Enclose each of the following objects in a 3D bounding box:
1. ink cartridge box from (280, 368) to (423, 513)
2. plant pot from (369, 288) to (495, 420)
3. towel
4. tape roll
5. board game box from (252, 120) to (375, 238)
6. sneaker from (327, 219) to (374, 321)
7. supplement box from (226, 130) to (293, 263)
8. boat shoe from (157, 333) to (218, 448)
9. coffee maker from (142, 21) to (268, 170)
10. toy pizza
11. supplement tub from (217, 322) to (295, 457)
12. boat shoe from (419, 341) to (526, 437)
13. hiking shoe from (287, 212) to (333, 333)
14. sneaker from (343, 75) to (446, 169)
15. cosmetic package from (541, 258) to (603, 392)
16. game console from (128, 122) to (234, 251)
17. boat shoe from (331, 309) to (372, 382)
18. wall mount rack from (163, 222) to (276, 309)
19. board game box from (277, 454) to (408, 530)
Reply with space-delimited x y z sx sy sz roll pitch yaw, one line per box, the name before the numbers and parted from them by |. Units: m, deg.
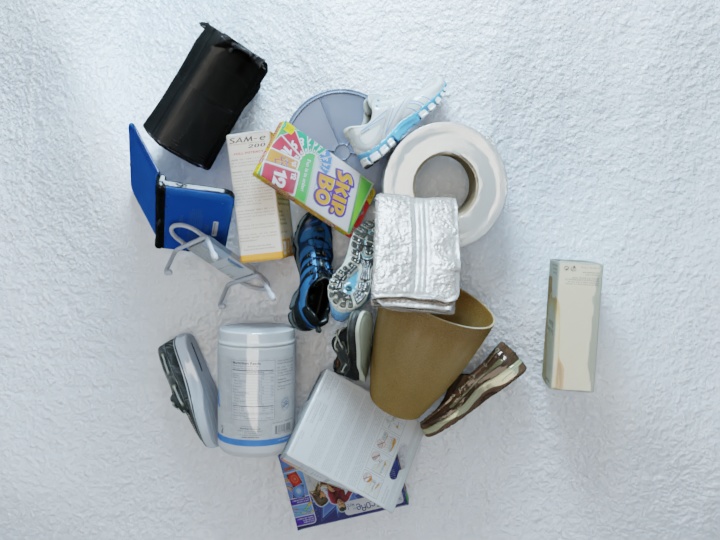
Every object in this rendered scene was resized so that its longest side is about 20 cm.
ink cartridge box | -0.010 0.278 1.226 0.199 0.050 0.163 32 61 -9
plant pot | 0.093 0.130 1.198 0.185 0.186 0.202 22 108 3
towel | 0.081 -0.030 1.115 0.131 0.035 0.202 4 60 -3
tape roll | 0.133 -0.137 1.207 0.200 0.071 0.205 0 97 -1
board game box | -0.064 -0.139 1.178 0.199 0.030 0.096 33 76 -28
sneaker | 0.000 0.000 1.212 0.078 0.090 0.201 31 56 8
supplement box | -0.158 -0.118 1.217 0.073 0.126 0.202 -6 94 4
boat shoe | -0.291 0.211 1.286 0.070 0.072 0.202 -21 82 15
coffee maker | -0.248 -0.274 1.183 0.134 0.192 0.201 31 97 -12
toy pizza | -0.031 -0.196 1.238 0.198 0.032 0.203 -1 99 -6
supplement tub | -0.171 0.194 1.237 0.130 0.132 0.203 1 93 5
boat shoe | 0.174 0.193 1.242 0.201 0.075 0.075 -35 80 -2
hiking shoe | -0.066 0.000 1.222 0.074 0.086 0.203 5 85 -31
sneaker | 0.054 -0.257 1.189 0.200 0.075 0.087 -44 100 -17
cosmetic package | 0.337 0.085 1.200 0.070 0.105 0.203 4 93 6
game console | -0.292 -0.126 1.210 0.169 0.200 0.120 6 64 -13
boat shoe | -0.016 0.121 1.194 0.067 0.201 0.072 15 61 7
wall mount rack | -0.218 0.000 1.195 0.199 0.173 0.075 37 57 -31
board game box | -0.029 0.354 1.282 0.198 0.034 0.137 -14 93 6
